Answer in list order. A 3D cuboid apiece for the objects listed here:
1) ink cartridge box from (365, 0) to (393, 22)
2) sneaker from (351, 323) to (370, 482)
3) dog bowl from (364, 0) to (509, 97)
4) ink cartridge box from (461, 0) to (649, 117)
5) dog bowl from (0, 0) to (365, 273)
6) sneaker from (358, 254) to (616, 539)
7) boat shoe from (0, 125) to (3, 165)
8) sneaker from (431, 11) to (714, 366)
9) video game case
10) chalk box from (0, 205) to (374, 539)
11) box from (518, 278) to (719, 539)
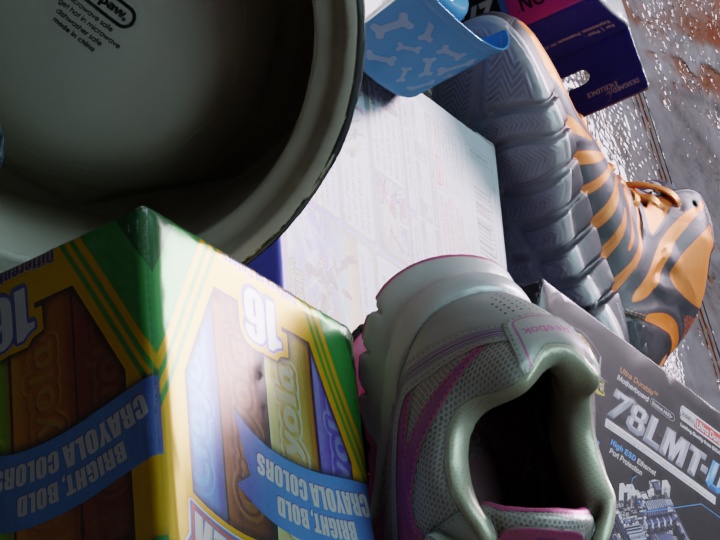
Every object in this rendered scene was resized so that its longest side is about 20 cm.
[{"bbox_3d":[-0.095,-0.154,1.064,0.201,0.145,0.083,61,27,-11],"label":"ink cartridge box"},{"bbox_3d":[0.018,0.109,1.064,0.095,0.078,0.201,71,11,-77],"label":"sneaker"},{"bbox_3d":[0.010,-0.144,1.291,0.111,0.050,0.200,44,18,-19],"label":"dog bowl"},{"bbox_3d":[0.065,-0.165,1.409,0.037,0.094,0.201,-6,75,-61],"label":"ink cartridge box"},{"bbox_3d":[-0.092,-0.090,0.989,0.201,0.199,0.074,61,15,-11],"label":"dog bowl"},{"bbox_3d":[0.039,0.099,0.982,0.081,0.088,0.201,-3,100,-24],"label":"sneaker"},{"bbox_3d":[-0.189,-0.103,0.923,0.201,0.091,0.071,62,28,-9],"label":"boat shoe"},{"bbox_3d":[0.104,-0.040,1.388,0.112,0.077,0.201,-34,112,-45],"label":"sneaker"},{"bbox_3d":[0.000,0.000,1.228,0.181,0.045,0.201,35,42,-46],"label":"video game case"},{"bbox_3d":[-0.074,0.106,0.938,0.124,0.124,0.201,32,42,-47],"label":"chalk box"},{"bbox_3d":[0.106,0.137,1.209,0.200,0.050,0.200,35,53,-36],"label":"box"}]
